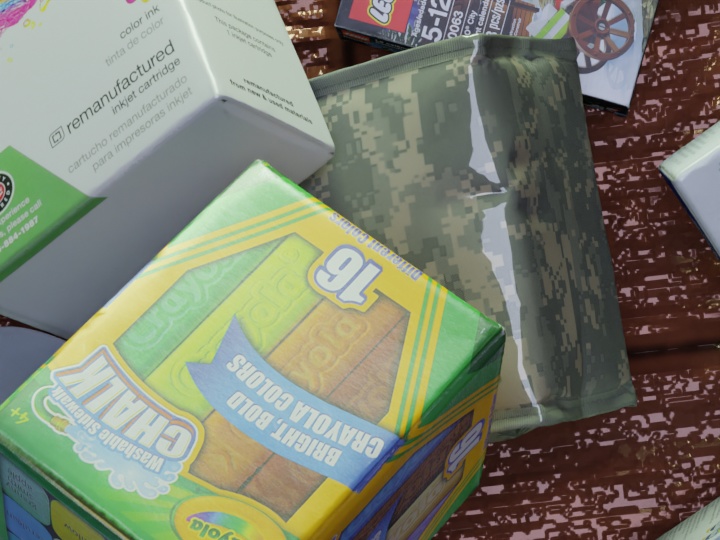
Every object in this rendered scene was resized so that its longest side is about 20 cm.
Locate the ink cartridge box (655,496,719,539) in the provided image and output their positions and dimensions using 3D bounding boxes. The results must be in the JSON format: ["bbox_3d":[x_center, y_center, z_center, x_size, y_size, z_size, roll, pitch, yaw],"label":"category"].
[{"bbox_3d":[0.149,0.141,1.099,0.200,0.136,0.076,-38,87,12],"label":"ink cartridge box"}]

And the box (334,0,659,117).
[{"bbox_3d":[0.080,-0.183,1.192,0.136,0.038,0.201,15,87,4],"label":"box"}]

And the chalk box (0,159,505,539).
[{"bbox_3d":[-0.057,0.084,0.988,0.124,0.124,0.200,34,61,18],"label":"chalk box"}]

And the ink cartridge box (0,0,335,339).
[{"bbox_3d":[-0.116,-0.096,1.114,0.145,0.084,0.201,-36,57,22],"label":"ink cartridge box"}]

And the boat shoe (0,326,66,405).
[{"bbox_3d":[-0.077,0.086,1.099,0.199,0.065,0.074,27,59,10],"label":"boat shoe"}]

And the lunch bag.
[{"bbox_3d":[0.000,0.000,1.141,0.199,0.117,0.165,-12,87,28],"label":"lunch bag"}]

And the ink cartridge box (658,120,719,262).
[{"bbox_3d":[0.260,-0.020,1.139,0.200,0.041,0.200,-33,105,3],"label":"ink cartridge box"}]
